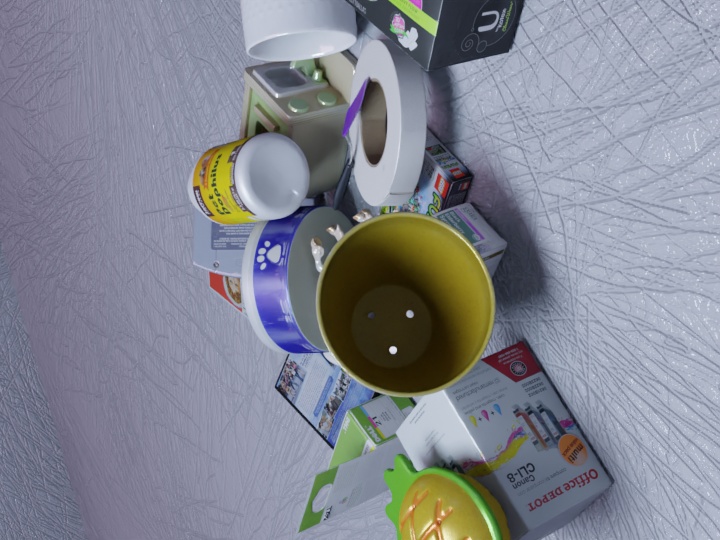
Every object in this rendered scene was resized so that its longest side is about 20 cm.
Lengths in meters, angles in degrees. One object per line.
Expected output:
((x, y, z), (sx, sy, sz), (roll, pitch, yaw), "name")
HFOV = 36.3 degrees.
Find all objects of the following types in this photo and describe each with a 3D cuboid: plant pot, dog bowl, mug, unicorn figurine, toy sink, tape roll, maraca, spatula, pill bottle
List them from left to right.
((-0.158, -0.119, 1.471), (0.199, 0.108, 0.111), (-3, 103, 58), "pill bottle")
((-0.097, -0.370, 1.422), (0.199, 0.145, 0.179), (-10, 86, 60), "mug")
((-0.091, -0.218, 1.517), (0.131, 0.111, 0.202), (47, 140, 34), "toy sink")
((-0.073, 0.012, 1.511), (0.078, 0.199, 0.204), (-3, 104, 33), "dog bowl")
((-0.017, -0.152, 1.410), (0.057, 0.020, 0.202), (-81, 1, -45), "spatula")
((0.000, 0.000, 1.446), (0.199, 0.073, 0.139), (-21, 100, 55), "unicorn figurine")
((0.031, -0.181, 1.357), (0.202, 0.036, 0.207), (178, 90, -72), "tape roll")
((0.042, 0.051, 1.249), (0.142, 0.197, 0.203), (116, 131, -75), "plant pot")
((0.088, 0.278, 1.209), (0.199, 0.106, 0.140), (19, 113, 51), "maraca")

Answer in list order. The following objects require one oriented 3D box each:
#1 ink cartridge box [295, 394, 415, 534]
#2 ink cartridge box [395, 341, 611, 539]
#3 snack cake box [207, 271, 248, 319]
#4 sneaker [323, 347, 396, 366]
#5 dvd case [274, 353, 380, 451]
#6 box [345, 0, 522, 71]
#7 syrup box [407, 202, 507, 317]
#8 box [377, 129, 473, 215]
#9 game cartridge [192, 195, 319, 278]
((-0.015, 0.267, 1.551), (0.076, 0.197, 0.149), (50, 142, 30), "ink cartridge box")
((0.166, 0.221, 1.299), (0.202, 0.144, 0.145), (58, 145, 20), "ink cartridge box")
((-0.180, 0.008, 1.808), (0.199, 0.066, 0.117), (33, 133, 46), "snack cake box")
((0.017, 0.106, 1.563), (0.199, 0.069, 0.082), (12, 100, 52), "sneaker")
((-0.051, 0.174, 1.685), (0.200, 0.017, 0.145), (40, 114, 40), "dvd case")
((0.075, -0.337, 1.192), (0.200, 0.123, 0.150), (47, 141, 36), "box")
((0.102, 0.021, 1.361), (0.079, 0.081, 0.202), (48, 142, 27), "syrup box")
((0.073, -0.073, 1.404), (0.110, 0.034, 0.202), (50, 142, 32), "box")
((-0.155, -0.055, 1.639), (0.196, 0.041, 0.136), (0, 83, 17), "game cartridge")
